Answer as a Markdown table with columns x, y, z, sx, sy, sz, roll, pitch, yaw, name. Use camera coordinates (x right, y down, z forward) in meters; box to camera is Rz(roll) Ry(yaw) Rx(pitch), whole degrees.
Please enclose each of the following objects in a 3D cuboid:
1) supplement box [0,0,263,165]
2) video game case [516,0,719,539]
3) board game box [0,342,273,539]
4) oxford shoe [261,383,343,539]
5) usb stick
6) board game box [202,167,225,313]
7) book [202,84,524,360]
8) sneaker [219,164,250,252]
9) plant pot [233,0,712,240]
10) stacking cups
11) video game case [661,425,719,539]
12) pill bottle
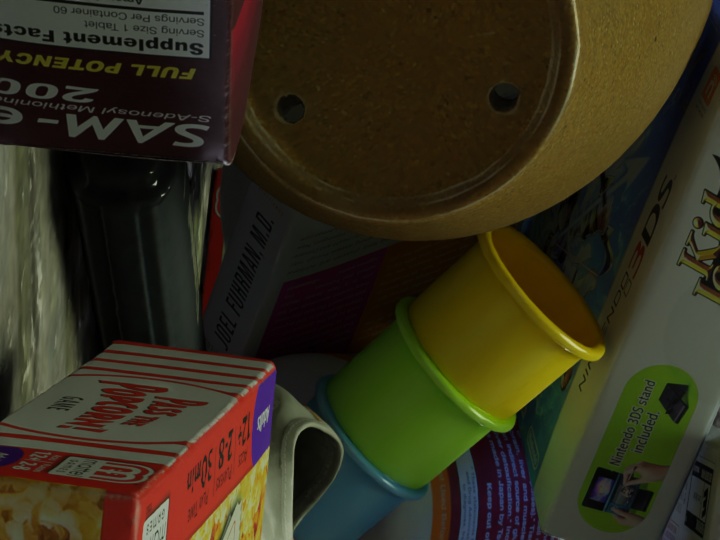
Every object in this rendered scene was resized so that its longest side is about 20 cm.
| x | y | z | sx | sy | sz | roll | pitch | yaw | name |
| --- | --- | --- | --- | --- | --- | --- | --- | --- | --- |
| -0.045 | -0.129 | 0.453 | 0.200 | 0.061 | 0.109 | 96 | 1 | -48 | supplement box |
| 0.104 | -0.024 | 0.837 | 0.200 | 0.045 | 0.182 | -97 | -155 | -65 | video game case |
| -0.064 | 0.129 | 0.531 | 0.152 | 0.046 | 0.201 | -45 | 141 | -78 | board game box |
| -0.055 | 0.106 | 0.683 | 0.075 | 0.058 | 0.200 | 102 | 11 | -46 | oxford shoe |
| -0.066 | 0.001 | 0.705 | 0.200 | 0.033 | 0.056 | 92 | 5 | -64 | usb stick |
| -0.053 | 0.053 | 1.130 | 0.152 | 0.046 | 0.201 | 28 | 68 | -88 | board game box |
| 0.000 | 0.000 | 0.889 | 0.048 | 0.133 | 0.200 | 50 | -39 | 23 | book |
| 0.006 | -0.059 | 1.037 | 0.146 | 0.080 | 0.201 | 35 | 54 | -58 | sneaker |
| 0.017 | -0.081 | 0.658 | 0.200 | 0.186 | 0.187 | -74 | 170 | -73 | plant pot |
| -0.006 | 0.069 | 0.783 | 0.200 | 0.060 | 0.061 | -44 | -166 | 20 | stacking cups |
| 0.114 | 0.147 | 0.829 | 0.200 | 0.022 | 0.183 | 36 | 64 | -88 | video game case |
| 0.035 | 0.090 | 0.906 | 0.200 | 0.113 | 0.113 | 5 | 92 | -51 | pill bottle |
